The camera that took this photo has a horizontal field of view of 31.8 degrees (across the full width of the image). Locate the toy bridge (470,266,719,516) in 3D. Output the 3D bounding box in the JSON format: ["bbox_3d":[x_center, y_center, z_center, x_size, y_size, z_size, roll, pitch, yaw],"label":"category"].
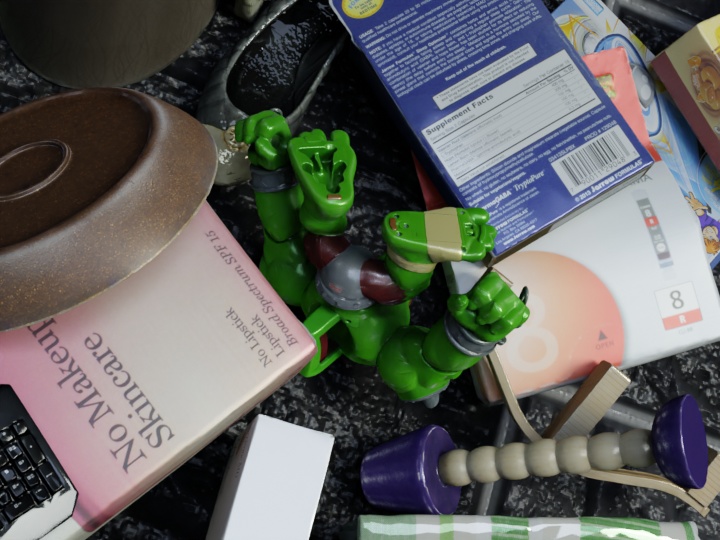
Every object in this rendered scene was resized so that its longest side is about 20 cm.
[{"bbox_3d":[0.134,0.085,0.761,0.200,0.027,0.067,40,90,-5],"label":"toy bridge"}]

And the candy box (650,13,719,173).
[{"bbox_3d":[0.309,-0.137,0.885,0.200,0.055,0.116,-25,81,-34],"label":"candy box"}]

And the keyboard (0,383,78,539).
[{"bbox_3d":[-0.230,0.117,0.564,0.200,0.040,0.104,-34,86,-33],"label":"keyboard"}]

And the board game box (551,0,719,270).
[{"bbox_3d":[0.175,-0.081,0.865,0.200,0.034,0.135,45,69,0],"label":"board game box"}]

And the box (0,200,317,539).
[{"bbox_3d":[-0.144,0.062,0.700,0.200,0.109,0.128,-37,87,-21],"label":"box"}]

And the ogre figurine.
[{"bbox_3d":[0.000,0.000,0.733,0.200,0.120,0.098,23,44,8],"label":"ogre figurine"}]

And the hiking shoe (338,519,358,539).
[{"bbox_3d":[0.076,0.202,0.740,0.199,0.074,0.087,20,72,-8],"label":"hiking shoe"}]

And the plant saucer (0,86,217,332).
[{"bbox_3d":[-0.176,-0.044,0.688,0.200,0.200,0.035,-36,130,-21],"label":"plant saucer"}]

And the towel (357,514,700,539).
[{"bbox_3d":[0.094,0.211,0.707,0.199,0.023,0.153,2,94,-8],"label":"towel"}]

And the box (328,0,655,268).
[{"bbox_3d":[0.078,-0.116,0.795,0.121,0.032,0.200,-30,79,-10],"label":"box"}]

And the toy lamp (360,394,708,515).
[{"bbox_3d":[0.093,0.110,0.723,0.058,0.200,0.058,29,56,-54],"label":"toy lamp"}]

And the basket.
[{"bbox_3d":[-0.135,-0.220,0.731,0.136,0.200,0.181,31,70,-5],"label":"basket"}]

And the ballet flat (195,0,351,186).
[{"bbox_3d":[-0.048,-0.140,0.809,0.066,0.057,0.200,33,70,-8],"label":"ballet flat"}]

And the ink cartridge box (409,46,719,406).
[{"bbox_3d":[0.128,-0.032,0.800,0.162,0.050,0.201,-15,91,-5],"label":"ink cartridge box"}]

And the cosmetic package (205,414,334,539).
[{"bbox_3d":[-0.069,0.186,0.701,0.051,0.083,0.201,18,71,-10],"label":"cosmetic package"}]

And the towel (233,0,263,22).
[{"bbox_3d":[-0.046,-0.278,0.772,0.034,0.200,0.193,8,74,-6],"label":"towel"}]
